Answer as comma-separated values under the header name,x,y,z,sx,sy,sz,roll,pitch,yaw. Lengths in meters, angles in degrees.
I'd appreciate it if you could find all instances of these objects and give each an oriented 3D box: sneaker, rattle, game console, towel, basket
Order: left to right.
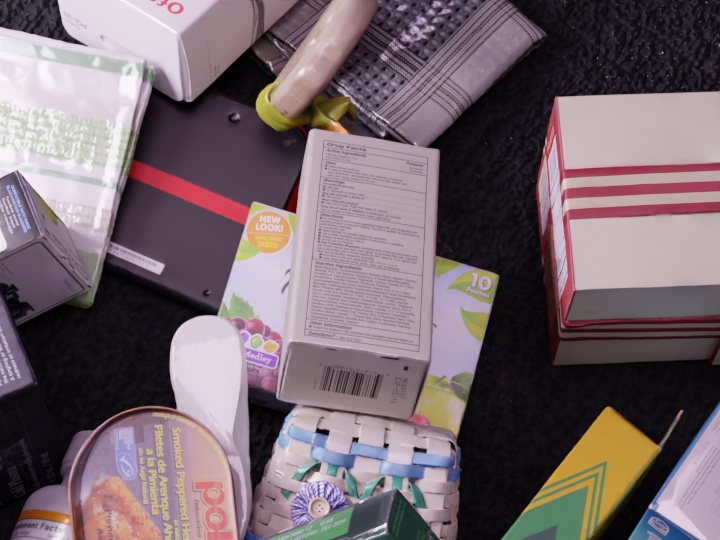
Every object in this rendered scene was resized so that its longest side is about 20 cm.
name,x,y,z,sx,sy,sz,roll,pitch,yaw
towel,-0.252,-0.082,1.405,0.148,0.031,0.202,12,83,10
game console,-0.150,-0.069,1.435,0.198,0.031,0.178,22,73,8
sneaker,-0.107,0.139,1.262,0.074,0.089,0.202,6,72,4
basket,-0.013,0.201,1.267,0.174,0.139,0.202,10,101,1
rattle,0.016,-0.172,1.426,0.142,0.131,0.201,28,51,4
towel,0.024,-0.195,1.493,0.192,0.035,0.200,42,71,15

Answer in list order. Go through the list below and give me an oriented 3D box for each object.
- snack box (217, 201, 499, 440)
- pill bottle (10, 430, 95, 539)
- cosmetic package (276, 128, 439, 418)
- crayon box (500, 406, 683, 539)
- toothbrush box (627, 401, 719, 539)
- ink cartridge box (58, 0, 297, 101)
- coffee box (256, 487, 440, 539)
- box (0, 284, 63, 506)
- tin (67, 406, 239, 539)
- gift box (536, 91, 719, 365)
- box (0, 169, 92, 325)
name,x,y,z,sx,sy,sz,roll,pitch,yaw
snack box,-0.008,0.046,1.362,0.198,0.053,0.144,16,71,0
pill bottle,-0.199,0.220,1.254,0.110,0.111,0.202,17,66,5
cosmetic package,0.000,0.000,1.289,0.102,0.073,0.201,9,49,-4
crayon box,0.147,0.181,1.281,0.051,0.127,0.200,37,68,13
toothbrush box,0.254,0.164,1.253,0.085,0.200,0.147,35,68,12
ink cartridge box,-0.132,-0.253,1.461,0.146,0.083,0.200,31,61,21
coffee box,0.027,0.239,1.184,0.122,0.200,0.044,-24,29,29
box,-0.324,0.102,1.252,0.195,0.200,0.125,-21,68,-12
tin,-0.131,0.192,1.185,0.111,0.042,0.202,-8,77,4
gift box,0.236,-0.046,1.356,0.184,0.185,0.202,-1,72,-1
box,-0.311,0.014,1.319,0.199,0.117,0.061,-26,68,1
